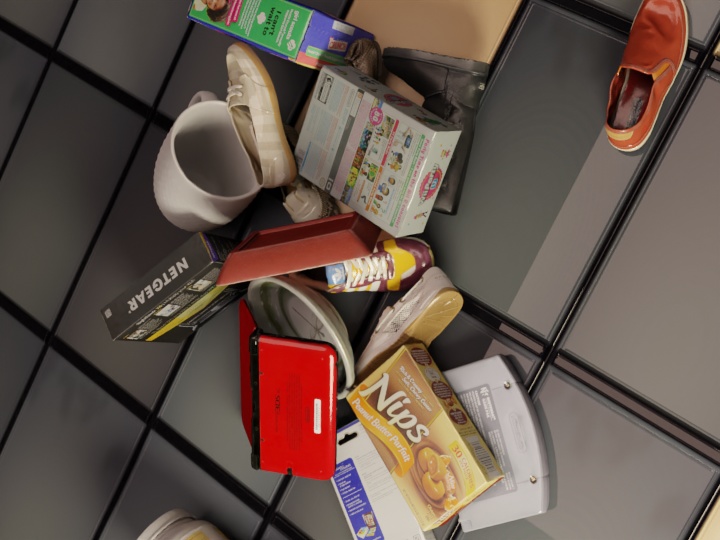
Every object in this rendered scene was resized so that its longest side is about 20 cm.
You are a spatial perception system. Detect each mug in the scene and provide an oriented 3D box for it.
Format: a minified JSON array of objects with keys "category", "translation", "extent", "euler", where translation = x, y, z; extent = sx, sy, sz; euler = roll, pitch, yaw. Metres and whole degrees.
[{"category":"mug","translation":[-0.223,-0.157,1.437],"extent":[0.175,0.146,0.203],"euler":[141,127,-58]}]

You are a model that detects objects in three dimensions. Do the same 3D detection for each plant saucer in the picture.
[{"category":"plant saucer","translation":[-0.069,0.079,1.358],"extent":[0.199,0.202,0.050],"euler":[36,57,26]},{"category":"plant saucer","translation":[-0.077,-0.035,1.305],"extent":[0.196,0.200,0.037],"euler":[-11,101,7]}]

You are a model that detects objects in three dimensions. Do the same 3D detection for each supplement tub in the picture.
[{"category":"supplement tub","translation":[-0.214,0.438,1.386],"extent":[0.199,0.145,0.147],"euler":[34,100,26]}]

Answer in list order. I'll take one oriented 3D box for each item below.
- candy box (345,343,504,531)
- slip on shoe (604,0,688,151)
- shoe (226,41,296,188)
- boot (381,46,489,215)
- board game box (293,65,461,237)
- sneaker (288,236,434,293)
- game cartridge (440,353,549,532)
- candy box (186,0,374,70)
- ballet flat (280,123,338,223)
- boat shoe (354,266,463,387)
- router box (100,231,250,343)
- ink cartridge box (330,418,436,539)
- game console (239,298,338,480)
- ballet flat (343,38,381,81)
[{"category":"candy box","translation":[0.079,0.207,1.271],"extent":[0.115,0.055,0.201],"euler":[-43,65,25]},{"category":"slip on shoe","translation":[0.342,-0.245,1.215],"extent":[0.073,0.061,0.203],"euler":[20,93,29]},{"category":"shoe","translation":[-0.141,-0.205,1.340],"extent":[0.070,0.053,0.203],"euler":[-19,91,59]},{"category":"boot","translation":[0.079,-0.187,1.349],"extent":[0.163,0.065,0.203],"euler":[18,100,35]},{"category":"board game box","translation":[0.015,-0.157,1.307],"extent":[0.199,0.064,0.149],"euler":[35,118,30]},{"category":"sneaker","translation":[0.000,0.000,1.342],"extent":[0.197,0.090,0.076],"euler":[-6,99,30]},{"category":"game cartridge","translation":[0.164,0.215,1.275],"extent":[0.132,0.040,0.203],"euler":[-20,76,28]},{"category":"candy box","translation":[-0.108,-0.336,1.394],"extent":[0.198,0.168,0.078],"euler":[25,101,27]},{"category":"ballet flat","translation":[-0.093,-0.123,1.418],"extent":[0.067,0.075,0.202],"euler":[-32,72,20]},{"category":"boat shoe","translation":[0.055,0.077,1.332],"extent":[0.200,0.070,0.070],"euler":[-48,44,23]},{"category":"router box","translation":[-0.245,0.029,1.436],"extent":[0.199,0.157,0.053],"euler":[-36,71,19]},{"category":"ink cartridge box","translation":[0.022,0.299,1.338],"extent":[0.099,0.039,0.202],"euler":[-29,74,22]},{"category":"game console","translation":[-0.100,0.158,1.362],"extent":[0.170,0.119,0.203],"euler":[7,113,12]},{"category":"ballet flat","translation":[0.003,-0.213,1.372],"extent":[0.067,0.046,0.203],"euler":[6,99,59]}]
